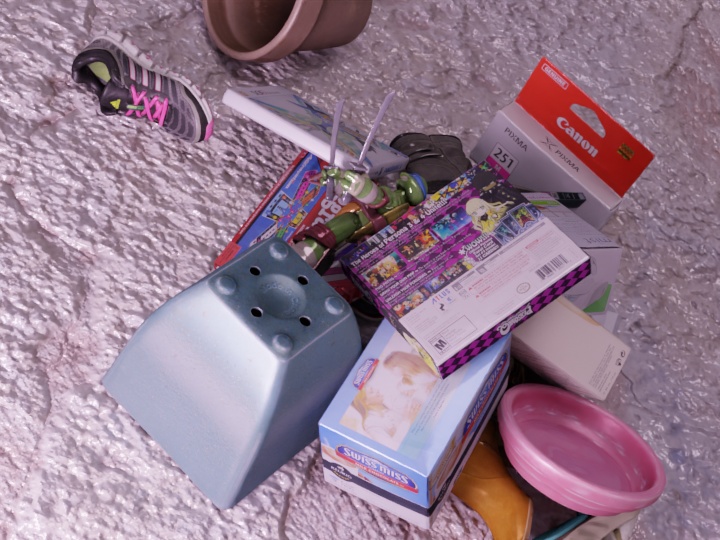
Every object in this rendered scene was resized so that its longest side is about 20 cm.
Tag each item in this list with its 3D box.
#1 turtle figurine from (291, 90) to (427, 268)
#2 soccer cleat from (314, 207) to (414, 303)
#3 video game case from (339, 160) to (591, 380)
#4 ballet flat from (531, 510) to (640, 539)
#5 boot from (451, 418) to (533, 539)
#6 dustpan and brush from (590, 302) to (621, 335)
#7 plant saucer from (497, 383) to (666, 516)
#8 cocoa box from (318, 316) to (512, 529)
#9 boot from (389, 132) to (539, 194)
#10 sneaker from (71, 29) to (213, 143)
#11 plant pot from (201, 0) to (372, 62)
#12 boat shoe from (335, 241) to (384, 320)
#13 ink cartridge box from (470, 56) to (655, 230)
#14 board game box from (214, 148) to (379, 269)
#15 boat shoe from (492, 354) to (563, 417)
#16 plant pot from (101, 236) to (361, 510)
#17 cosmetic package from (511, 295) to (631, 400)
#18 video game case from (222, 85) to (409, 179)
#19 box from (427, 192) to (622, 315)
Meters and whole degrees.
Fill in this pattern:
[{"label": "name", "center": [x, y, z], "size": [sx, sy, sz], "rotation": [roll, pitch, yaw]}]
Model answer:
[{"label": "turtle figurine", "center": [-0.033, -0.085, 1.631], "size": [0.194, 0.201, 0.144], "rotation": [-39, 39, -15]}, {"label": "soccer cleat", "center": [0.000, 0.000, 1.709], "size": [0.073, 0.068, 0.200], "rotation": [41, 75, 9]}, {"label": "video game case", "center": [0.108, -0.005, 1.560], "size": [0.200, 0.036, 0.181], "rotation": [-35, 54, -13]}, {"label": "ballet flat", "center": [0.261, 0.291, 1.663], "size": [0.199, 0.070, 0.070], "rotation": [-25, 68, -37]}, {"label": "boot", "center": [0.112, 0.234, 1.629], "size": [0.143, 0.071, 0.202], "rotation": [16, 42, -8]}, {"label": "dustpan and brush", "center": [0.212, 0.051, 1.824], "size": [0.199, 0.058, 0.140], "rotation": [11, 36, 15]}, {"label": "plant saucer", "center": [0.235, 0.202, 1.634], "size": [0.199, 0.051, 0.201], "rotation": [21, 24, -10]}, {"label": "cocoa box", "center": [0.060, 0.140, 1.575], "size": [0.133, 0.132, 0.200], "rotation": [24, 61, 16]}, {"label": "boot", "center": [0.142, -0.126, 1.937], "size": [0.199, 0.068, 0.131], "rotation": [6, 45, -24]}, {"label": "sneaker", "center": [-0.267, -0.208, 1.788], "size": [0.200, 0.074, 0.087], "rotation": [38, 46, 12]}, {"label": "plant pot", "center": [-0.080, -0.359, 1.946], "size": [0.174, 0.200, 0.201], "rotation": [6, 49, -47]}, {"label": "boat shoe", "center": [-0.008, -0.034, 1.784], "size": [0.071, 0.063, 0.201], "rotation": [-5, 57, -32]}, {"label": "ink cartridge box", "center": [0.258, -0.147, 1.934], "size": [0.200, 0.174, 0.044], "rotation": [44, 47, 11]}, {"label": "board game box", "center": [-0.073, -0.053, 1.744], "size": [0.103, 0.019, 0.200], "rotation": [30, 63, 11]}, {"label": "boat shoe", "center": [0.162, 0.124, 1.733], "size": [0.199, 0.072, 0.072], "rotation": [5, 52, -24]}, {"label": "plant pot", "center": [-0.114, 0.081, 1.541], "size": [0.196, 0.200, 0.196], "rotation": [44, 47, 12]}, {"label": "cosmetic package", "center": [0.194, 0.060, 1.659], "size": [0.200, 0.105, 0.071], "rotation": [36, 79, -32]}, {"label": "video game case", "center": [-0.051, -0.171, 1.822], "size": [0.199, 0.022, 0.182], "rotation": [30, 15, 11]}, {"label": "box", "center": [0.181, -0.021, 1.796], "size": [0.199, 0.097, 0.176], "rotation": [-3, 27, -29]}]
